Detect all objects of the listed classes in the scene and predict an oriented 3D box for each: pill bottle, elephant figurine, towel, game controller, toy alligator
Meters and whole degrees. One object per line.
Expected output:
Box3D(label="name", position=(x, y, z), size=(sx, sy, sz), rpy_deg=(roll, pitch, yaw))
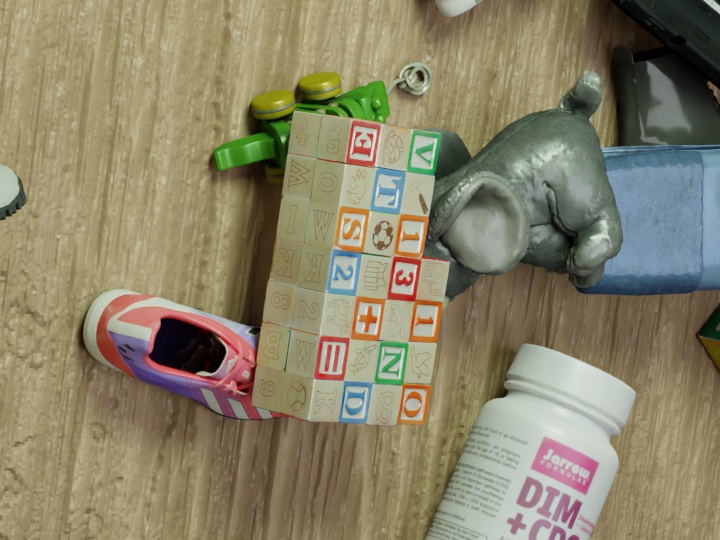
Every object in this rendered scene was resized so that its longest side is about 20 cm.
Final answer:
Box3D(label="pill bottle", position=(0.123, 0.164, 1.856), size=(0.113, 0.113, 0.201), rpy_deg=(30, 80, -39))
Box3D(label="elephant figurine", position=(0.077, -0.035, 1.778), size=(0.199, 0.142, 0.156), rpy_deg=(-9, 76, -21))
Box3D(label="towel", position=(0.251, -0.039, 1.886), size=(0.199, 0.049, 0.112), rpy_deg=(-2, 98, -20))
Box3D(label="game controller", position=(0.255, -0.208, 1.860), size=(0.200, 0.042, 0.105), rpy_deg=(32, 65, -40))
Box3D(label="toy alligator", position=(-0.011, -0.106, 1.728), size=(0.199, 0.054, 0.060), rpy_deg=(-24, 114, -33))

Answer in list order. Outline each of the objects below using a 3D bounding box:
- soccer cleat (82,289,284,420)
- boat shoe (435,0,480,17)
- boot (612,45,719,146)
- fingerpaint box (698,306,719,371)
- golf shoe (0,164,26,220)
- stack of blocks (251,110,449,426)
Box3D(label="soccer cleat", position=(-0.092, 0.063, 1.685), size=(0.199, 0.073, 0.069), rpy_deg=(21, 86, -39))
Box3D(label="boat shoe", position=(0.125, -0.241, 1.806), size=(0.199, 0.071, 0.070), rpy_deg=(-28, 119, -25))
Box3D(label="boot", position=(0.282, -0.118, 1.955), size=(0.199, 0.077, 0.139), rpy_deg=(-14, 103, -38))
Box3D(label="fingerpaint box", position=(0.395, 0.099, 2.006), size=(0.073, 0.200, 0.167), rpy_deg=(-49, 124, -21))
Box3D(label="golf shoe", position=(-0.286, -0.072, 1.499), size=(0.199, 0.078, 0.095), rpy_deg=(1, 98, -40))
Box3D(label="stack of blocks", position=(0.000, 0.000, 1.683), size=(0.115, 0.058, 0.201), rpy_deg=(5, 95, -45))
